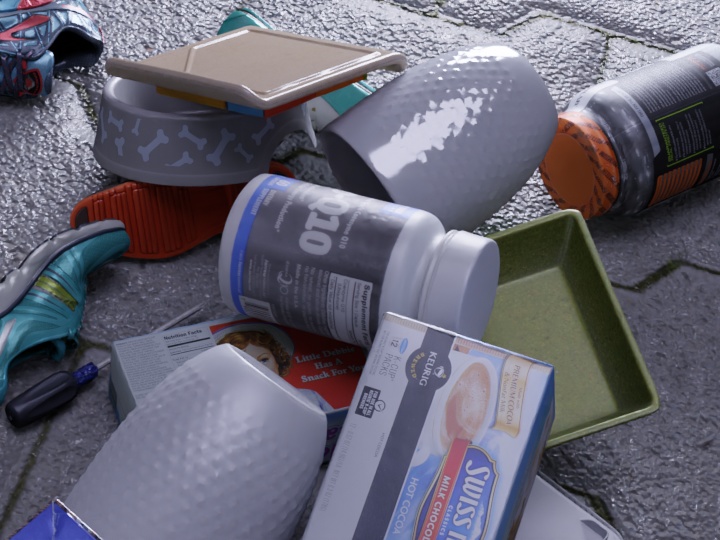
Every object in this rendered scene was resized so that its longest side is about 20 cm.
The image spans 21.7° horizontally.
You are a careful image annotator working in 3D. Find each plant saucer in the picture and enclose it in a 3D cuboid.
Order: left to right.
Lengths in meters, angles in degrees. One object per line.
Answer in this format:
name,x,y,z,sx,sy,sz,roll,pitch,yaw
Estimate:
plant saucer,0.112,0.069,1.484,0.198,0.048,0.201,-18,56,-1

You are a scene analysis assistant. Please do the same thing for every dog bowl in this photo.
dog bowl,-0.137,-0.135,1.638,0.197,0.059,0.201,0,24,0

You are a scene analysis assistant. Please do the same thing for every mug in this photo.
mug,-0.101,0.155,1.343,0.147,0.200,0.176,35,90,24
mug,0.070,-0.112,1.643,0.175,0.200,0.148,-35,101,-11

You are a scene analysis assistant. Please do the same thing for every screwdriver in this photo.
screwdriver,-0.200,0.069,1.512,0.199,0.029,0.028,-34,62,-28

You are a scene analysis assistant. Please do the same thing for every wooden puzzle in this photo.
wooden puzzle,-0.087,-0.168,1.594,0.184,0.038,0.199,16,24,39

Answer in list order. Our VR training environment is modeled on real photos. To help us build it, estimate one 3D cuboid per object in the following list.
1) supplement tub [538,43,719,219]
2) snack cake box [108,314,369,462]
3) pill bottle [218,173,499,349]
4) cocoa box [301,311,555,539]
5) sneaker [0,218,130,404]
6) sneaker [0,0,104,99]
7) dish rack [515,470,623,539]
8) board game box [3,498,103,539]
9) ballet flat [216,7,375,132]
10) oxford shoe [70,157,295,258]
supplement tub,0.265,-0.124,1.722,0.199,0.123,0.123,-22,56,-29
snack cake box,-0.089,0.099,1.487,0.198,0.068,0.116,-11,50,-21
pill bottle,0.000,0.000,1.452,0.198,0.115,0.114,14,46,19
cocoa box,0.050,0.156,1.337,0.130,0.134,0.202,17,73,12
sneaker,-0.255,0.033,1.522,0.080,0.078,0.200,43,58,3
sneaker,-0.318,-0.196,1.696,0.199,0.080,0.096,-29,61,-31
dish rack,0.101,0.220,1.434,0.171,0.044,0.200,36,52,20
board game box,-0.219,0.275,1.206,0.097,0.201,0.159,36,56,21
ballet flat,-0.058,-0.168,1.744,0.199,0.067,0.071,34,75,18
oxford shoe,-0.157,-0.060,1.628,0.198,0.072,0.073,-9,25,-18
